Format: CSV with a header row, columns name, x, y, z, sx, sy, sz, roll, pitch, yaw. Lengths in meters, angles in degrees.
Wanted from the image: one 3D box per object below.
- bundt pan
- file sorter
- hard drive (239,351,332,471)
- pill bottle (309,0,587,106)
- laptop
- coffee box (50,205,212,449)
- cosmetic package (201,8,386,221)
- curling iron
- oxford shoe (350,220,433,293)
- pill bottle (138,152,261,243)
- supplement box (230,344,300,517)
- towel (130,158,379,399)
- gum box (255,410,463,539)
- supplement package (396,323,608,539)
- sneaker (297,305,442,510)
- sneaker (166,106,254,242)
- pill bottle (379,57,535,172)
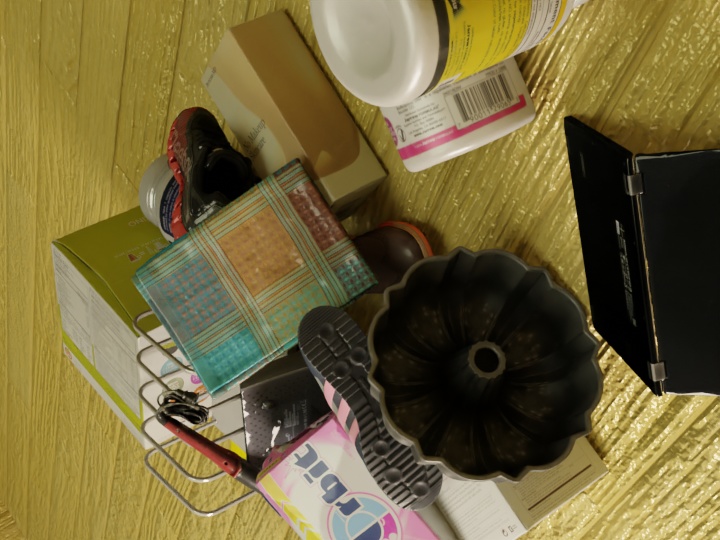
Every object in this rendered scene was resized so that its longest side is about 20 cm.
name,x,y,z,sx,sy,sz,roll,pitch,yaw
bundt pan,0.096,0.086,0.955,0.202,0.201,0.076,54,158,13
file sorter,-0.159,0.138,1.215,0.138,0.124,0.201,32,132,39
hard drive,-0.028,0.132,1.165,0.042,0.199,0.136,-124,26,-49
pill bottle,0.073,-0.193,0.767,0.112,0.199,0.113,34,138,37
laptop,0.246,-0.015,0.830,0.200,0.115,0.189,-119,15,-67
coffee box,-0.235,0.052,1.390,0.200,0.199,0.199,41,142,33
cosmetic package,-0.069,-0.143,1.129,0.201,0.071,0.105,57,148,9
curling iron,-0.123,0.187,1.127,0.049,0.026,0.200,-35,109,32
oxford shoe,0.000,0.000,1.134,0.200,0.072,0.072,-14,100,57
pill bottle,-0.158,-0.062,1.275,0.199,0.115,0.116,28,134,42
supplement box,-0.078,0.172,1.339,0.109,0.108,0.201,42,142,30
towel,-0.101,0.009,1.072,0.147,0.199,0.022,56,-171,0
gum box,0.005,0.224,1.073,0.113,0.066,0.200,-41,89,24
supplement package,0.109,0.143,1.046,0.201,0.113,0.110,56,147,14
sneaker,0.010,0.119,1.024,0.201,0.070,0.082,62,174,0
sneaker,-0.150,-0.105,1.152,0.098,0.070,0.201,-51,35,38
pill bottle,0.049,-0.189,0.886,0.113,0.113,0.201,-14,100,57
